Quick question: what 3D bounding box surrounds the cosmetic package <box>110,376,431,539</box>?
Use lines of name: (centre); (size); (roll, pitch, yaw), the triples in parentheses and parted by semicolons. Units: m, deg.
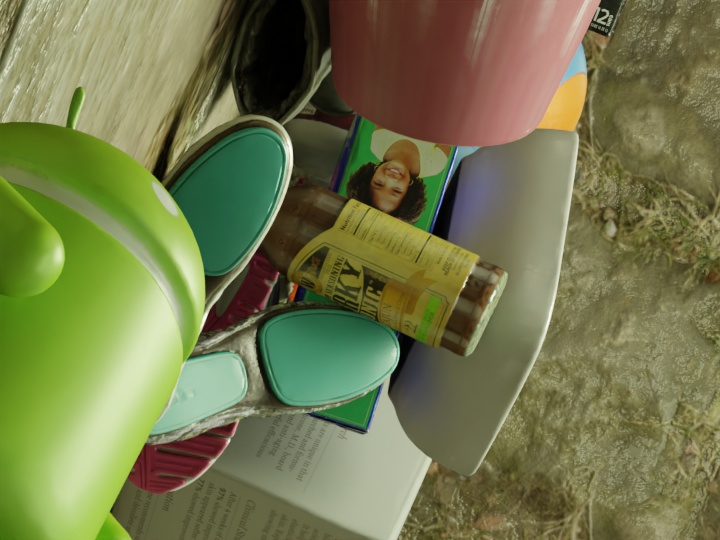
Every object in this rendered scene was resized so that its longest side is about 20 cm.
cosmetic package: (-0.064, 0.158, 1.762); (0.167, 0.199, 0.168); (-63, 176, -47)

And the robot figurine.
robot figurine: (-0.124, 0.034, 0.778); (0.176, 0.115, 0.200); (80, 27, -45)

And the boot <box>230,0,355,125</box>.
boot: (-0.028, -0.136, 1.493); (0.200, 0.072, 0.182); (-73, 169, -55)

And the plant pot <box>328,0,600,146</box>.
plant pot: (0.060, -0.178, 1.353); (0.200, 0.199, 0.180); (-61, 164, -59)

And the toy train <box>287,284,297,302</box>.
toy train: (-0.023, 0.012, 1.843); (0.085, 0.115, 0.201); (4, 93, -86)

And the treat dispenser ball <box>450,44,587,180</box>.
treat dispenser ball: (0.115, -0.183, 2.266); (0.201, 0.200, 0.201); (23, 90, -86)

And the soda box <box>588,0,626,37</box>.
soda box: (0.114, -0.249, 1.842); (0.071, 0.199, 0.064); (-57, 167, -71)

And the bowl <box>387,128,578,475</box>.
bowl: (0.077, 0.014, 1.607); (0.200, 0.074, 0.200); (115, -10, -50)

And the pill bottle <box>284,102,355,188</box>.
pill bottle: (0.001, -0.111, 1.764); (0.110, 0.109, 0.200); (102, 11, -72)

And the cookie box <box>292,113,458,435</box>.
cookie box: (0.000, 0.000, 1.611); (0.171, 0.075, 0.201); (-160, -93, -88)

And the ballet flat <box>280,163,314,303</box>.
ballet flat: (-0.061, -0.017, 1.664); (0.200, 0.075, 0.064); (101, -26, -70)

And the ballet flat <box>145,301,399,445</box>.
ballet flat: (-0.074, 0.060, 1.472); (0.200, 0.072, 0.072); (-12, 141, -30)

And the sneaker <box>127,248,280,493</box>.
sneaker: (-0.097, 0.051, 1.559); (0.088, 0.081, 0.201); (53, 61, -84)

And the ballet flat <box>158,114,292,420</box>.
ballet flat: (-0.104, -0.004, 1.357); (0.200, 0.069, 0.069); (-63, 177, 10)

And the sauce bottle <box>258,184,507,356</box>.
sauce bottle: (-0.011, -0.012, 1.477); (0.065, 0.199, 0.065); (23, 90, -82)
